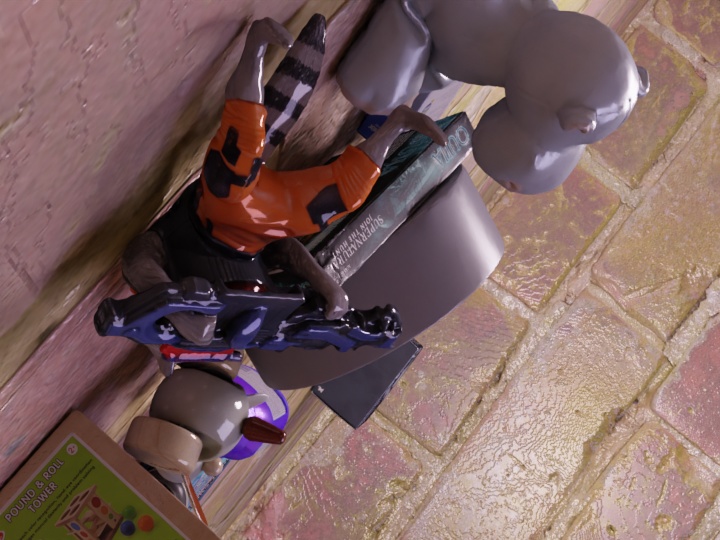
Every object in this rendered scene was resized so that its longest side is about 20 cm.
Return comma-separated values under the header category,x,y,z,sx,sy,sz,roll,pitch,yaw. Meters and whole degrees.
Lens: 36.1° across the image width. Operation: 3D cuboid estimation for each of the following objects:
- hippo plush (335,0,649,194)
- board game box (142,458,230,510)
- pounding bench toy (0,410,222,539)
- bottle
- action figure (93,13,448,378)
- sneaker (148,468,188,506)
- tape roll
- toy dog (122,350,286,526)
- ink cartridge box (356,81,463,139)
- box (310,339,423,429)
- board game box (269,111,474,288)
category,x,y,z,sx,sy,sz,roll,pitch,yaw
hippo plush,0.101,-0.143,0.674,0.159,0.160,0.201,-45,171,-45
board game box,-0.186,0.212,1.118,0.152,0.047,0.200,-52,174,-1
pounding bench toy,-0.197,0.219,0.715,0.201,0.124,0.156,-50,174,-18
bottle,-0.116,0.127,0.982,0.066,0.083,0.200,-51,175,2
action figure,-0.044,-0.021,0.571,0.194,0.105,0.199,-48,146,20
sneaker,-0.226,0.261,0.960,0.201,0.075,0.106,-50,177,-6
tape roll,0.000,0.000,0.782,0.198,0.067,0.201,-30,-166,8
toy dog,-0.100,0.113,0.776,0.200,0.095,0.134,102,11,-86
ink cartridge box,0.063,-0.162,0.860,0.201,0.042,0.119,-58,172,27
box,0.016,0.192,2.183,0.201,0.123,0.197,-52,172,2
board game box,-0.019,-0.036,0.736,0.134,0.028,0.200,-14,-157,42
